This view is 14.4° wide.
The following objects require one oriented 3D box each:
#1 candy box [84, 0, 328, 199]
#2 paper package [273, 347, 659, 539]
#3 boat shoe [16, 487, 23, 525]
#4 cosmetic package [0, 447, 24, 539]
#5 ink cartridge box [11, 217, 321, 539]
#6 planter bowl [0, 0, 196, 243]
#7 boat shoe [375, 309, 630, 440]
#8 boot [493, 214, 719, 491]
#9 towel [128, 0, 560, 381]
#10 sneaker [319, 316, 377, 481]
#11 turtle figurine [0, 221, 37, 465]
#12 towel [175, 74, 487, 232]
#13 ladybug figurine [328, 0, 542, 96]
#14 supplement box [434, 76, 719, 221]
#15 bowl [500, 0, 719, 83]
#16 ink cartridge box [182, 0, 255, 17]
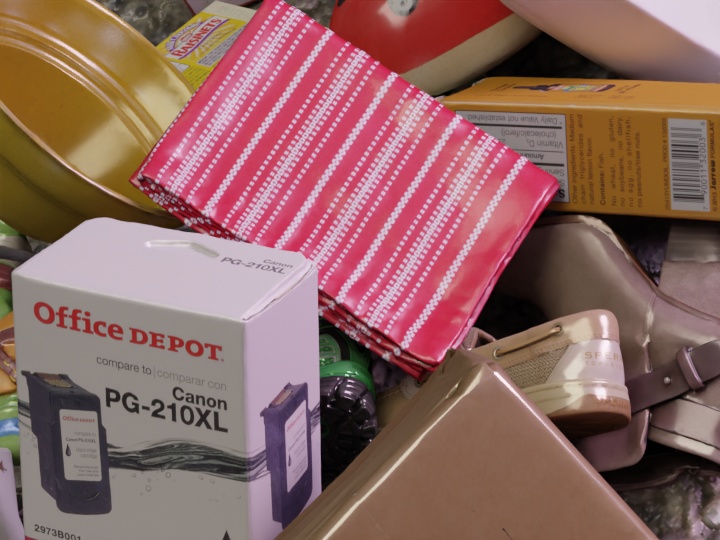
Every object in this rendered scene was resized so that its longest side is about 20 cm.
[{"bbox_3d":[-0.109,-0.101,1.750,0.102,0.027,0.200,15,42,35],"label":"candy box"},{"bbox_3d":[0.056,0.176,1.412,0.191,0.200,0.103,-45,7,-8],"label":"paper package"},{"bbox_3d":[-0.159,0.163,1.619,0.199,0.057,0.067,23,70,35],"label":"boat shoe"},{"bbox_3d":[-0.293,0.169,1.622,0.199,0.085,0.108,-16,77,29],"label":"cosmetic package"},{"bbox_3d":[-0.100,0.088,1.488,0.144,0.201,0.084,10,25,25],"label":"ink cartridge box"},{"bbox_3d":[-0.173,-0.075,1.610,0.084,0.200,0.201,-47,46,25],"label":"planter bowl"},{"bbox_3d":[0.064,0.065,1.546,0.199,0.071,0.065,-13,72,39],"label":"boat shoe"},{"bbox_3d":[0.133,0.047,1.561,0.199,0.070,0.147,-6,66,36],"label":"boot"},{"bbox_3d":[-0.006,-0.047,1.541,0.199,0.023,0.145,33,67,6],"label":"towel"},{"bbox_3d":[-0.059,0.095,1.586,0.200,0.078,0.086,-34,31,34],"label":"sneaker"},{"bbox_3d":[-0.211,0.008,1.677,0.144,0.199,0.194,-46,19,28],"label":"turtle figurine"},{"bbox_3d":[-0.030,-0.069,1.699,0.199,0.024,0.153,-12,26,24],"label":"towel"},{"bbox_3d":[0.053,-0.173,1.709,0.135,0.072,0.200,12,44,40],"label":"ladybug figurine"},{"bbox_3d":[0.142,-0.068,1.575,0.199,0.069,0.066,7,17,30],"label":"supplement box"},{"bbox_3d":[0.139,-0.197,1.654,0.075,0.199,0.201,-37,44,33],"label":"bowl"},{"bbox_3d":[-0.115,-0.277,1.863,0.067,0.117,0.201,-21,50,11],"label":"ink cartridge box"}]
